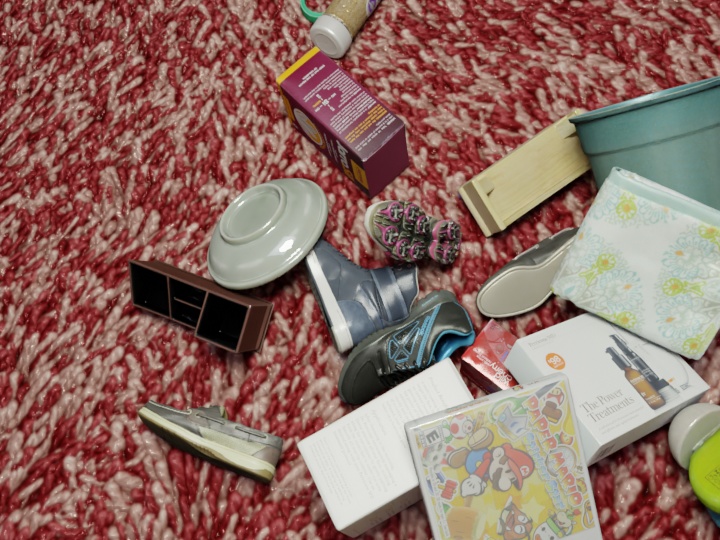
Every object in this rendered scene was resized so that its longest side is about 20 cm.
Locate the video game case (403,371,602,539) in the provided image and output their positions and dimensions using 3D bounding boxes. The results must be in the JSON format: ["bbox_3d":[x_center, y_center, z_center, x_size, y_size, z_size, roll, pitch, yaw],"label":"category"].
[{"bbox_3d":[0.155,0.229,0.750,0.179,0.023,0.203,-16,100,-6],"label":"video game case"}]

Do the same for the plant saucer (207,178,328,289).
[{"bbox_3d":[-0.141,-0.067,0.989,0.197,0.050,0.202,-18,44,18],"label":"plant saucer"}]

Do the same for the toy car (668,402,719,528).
[{"bbox_3d":[0.461,0.220,0.790,0.198,0.151,0.175,-30,32,-10],"label":"toy car"}]

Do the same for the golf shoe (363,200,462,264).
[{"bbox_3d":[0.054,-0.050,0.932,0.091,0.199,0.074,15,90,34],"label":"golf shoe"}]

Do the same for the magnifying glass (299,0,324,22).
[{"bbox_3d":[-0.062,-0.516,1.230,0.078,0.022,0.203,0,66,7],"label":"magnifying glass"}]

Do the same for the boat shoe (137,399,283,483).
[{"bbox_3d":[-0.191,0.209,0.916,0.198,0.072,0.067,20,60,14],"label":"boat shoe"}]

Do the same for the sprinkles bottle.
[{"bbox_3d":[-0.006,-0.447,1.168,0.067,0.068,0.202,26,73,17],"label":"sprinkles bottle"}]

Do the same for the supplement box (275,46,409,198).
[{"bbox_3d":[-0.025,-0.219,1.050,0.085,0.111,0.200,-41,68,-10],"label":"supplement box"}]

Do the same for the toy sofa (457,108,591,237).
[{"bbox_3d":[0.241,-0.136,1.008,0.199,0.098,0.083,-34,92,-8],"label":"toy sofa"}]

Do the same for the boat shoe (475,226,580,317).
[{"bbox_3d":[0.242,0.001,0.962,0.198,0.057,0.068,-30,102,-2],"label":"boat shoe"}]

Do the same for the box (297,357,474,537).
[{"bbox_3d":[0.045,0.214,0.835,0.198,0.153,0.107,-28,67,-6],"label":"box"}]

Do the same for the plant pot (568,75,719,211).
[{"bbox_3d":[0.384,-0.123,0.897,0.197,0.200,0.199,-16,100,0],"label":"plant pot"}]

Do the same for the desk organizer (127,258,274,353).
[{"bbox_3d":[-0.228,0.047,0.969,0.197,0.077,0.073,19,93,14],"label":"desk organizer"}]

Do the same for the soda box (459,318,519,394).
[{"bbox_3d":[0.222,0.154,0.887,0.199,0.064,0.070,38,74,20],"label":"soda box"}]

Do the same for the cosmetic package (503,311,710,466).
[{"bbox_3d":[0.293,0.125,0.842,0.197,0.052,0.151,-15,51,-30],"label":"cosmetic package"}]

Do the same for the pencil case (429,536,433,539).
[{"bbox_3d":[0.174,0.294,0.826,0.199,0.086,0.083,-37,107,-9],"label":"pencil case"}]

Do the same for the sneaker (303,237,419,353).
[{"bbox_3d":[0.000,0.001,0.975,0.144,0.077,0.204,-22,62,-8],"label":"sneaker"}]

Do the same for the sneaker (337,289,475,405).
[{"bbox_3d":[0.056,0.110,0.899,0.199,0.073,0.082,-41,46,4],"label":"sneaker"}]

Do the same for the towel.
[{"bbox_3d":[0.348,-0.006,0.829,0.198,0.048,0.173,26,115,9],"label":"towel"}]
